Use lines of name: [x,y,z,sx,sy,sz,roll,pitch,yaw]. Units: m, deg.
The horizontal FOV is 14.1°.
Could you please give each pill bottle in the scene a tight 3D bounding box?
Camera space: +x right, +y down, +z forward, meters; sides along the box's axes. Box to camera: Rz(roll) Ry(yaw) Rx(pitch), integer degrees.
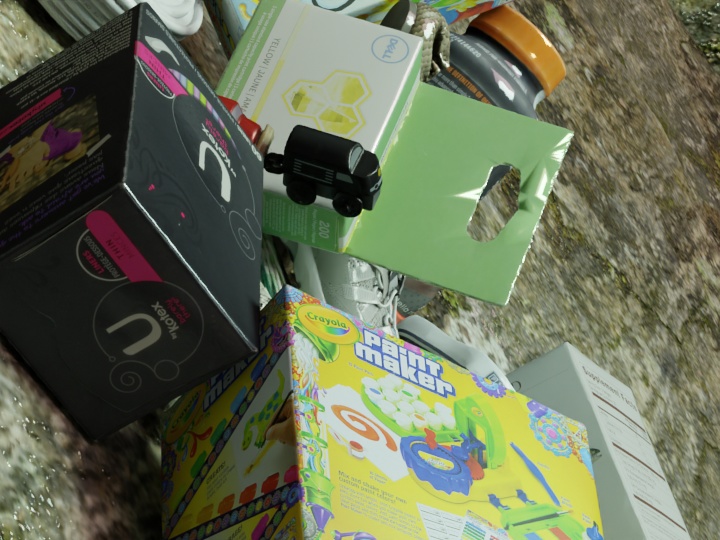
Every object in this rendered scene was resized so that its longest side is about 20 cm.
pill bottle: [0.045,-0.085,1.919,0.106,0.200,0.106,43,-10,9]

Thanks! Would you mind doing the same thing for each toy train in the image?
toy train: [-0.083,-0.076,1.629,0.046,0.200,0.034,98,11,-46]

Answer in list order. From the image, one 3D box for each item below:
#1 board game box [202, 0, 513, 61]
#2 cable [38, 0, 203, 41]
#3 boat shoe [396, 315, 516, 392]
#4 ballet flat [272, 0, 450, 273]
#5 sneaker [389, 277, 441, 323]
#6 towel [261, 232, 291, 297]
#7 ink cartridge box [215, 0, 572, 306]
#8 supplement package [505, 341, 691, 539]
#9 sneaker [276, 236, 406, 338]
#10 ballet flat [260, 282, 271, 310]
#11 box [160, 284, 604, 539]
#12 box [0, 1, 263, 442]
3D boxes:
board game box: [0.001,-0.203,1.860,0.103,0.200,0.105,107,-39,-75]
cable: [-0.172,-0.220,1.765,0.200,0.069,0.200,36,29,-59]
boat shoe: [0.029,0.085,1.871,0.071,0.091,0.200,57,-11,-12]
ballet flat: [-0.001,-0.077,1.820,0.046,0.200,0.067,26,11,-21]
sneaker: [0.005,-0.062,2.004,0.200,0.082,0.077,62,16,5]
towel: [-0.034,0.076,1.706,0.153,0.023,0.200,68,4,-47]
ink cartridge box: [0.012,-0.072,1.701,0.048,0.200,0.146,92,18,-53]
supplement package: [0.147,0.172,1.974,0.117,0.117,0.200,35,30,-56]
sneaker: [0.000,0.000,1.750,0.075,0.082,0.200,-103,172,-89]
ballet flat: [-0.083,0.022,1.610,0.072,0.072,0.200,55,-2,-19]
box: [0.014,0.144,1.474,0.200,0.122,0.193,26,37,-26]
box: [-0.125,-0.029,1.514,0.122,0.106,0.200,52,19,-28]
